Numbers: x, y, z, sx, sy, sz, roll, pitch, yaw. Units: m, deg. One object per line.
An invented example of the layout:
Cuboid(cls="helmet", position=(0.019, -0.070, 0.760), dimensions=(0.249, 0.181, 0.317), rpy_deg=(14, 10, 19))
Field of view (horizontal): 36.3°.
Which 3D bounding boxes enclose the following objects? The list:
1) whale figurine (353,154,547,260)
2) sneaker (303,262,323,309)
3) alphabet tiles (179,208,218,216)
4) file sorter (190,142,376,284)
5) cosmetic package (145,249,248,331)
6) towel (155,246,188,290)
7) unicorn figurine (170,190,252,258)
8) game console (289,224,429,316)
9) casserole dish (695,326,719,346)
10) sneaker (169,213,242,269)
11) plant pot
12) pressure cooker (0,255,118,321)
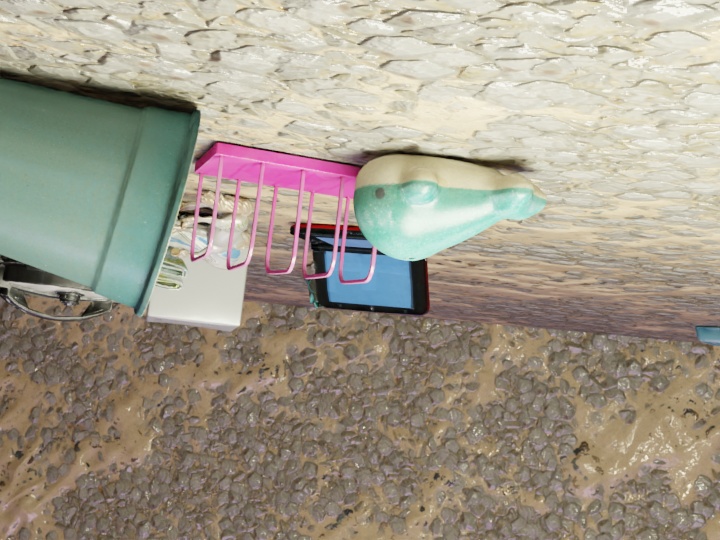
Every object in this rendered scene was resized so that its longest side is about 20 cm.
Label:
Cuboid(cls="whale figurine", position=(0.088, -0.061, 1.142), dimensions=(0.199, 0.104, 0.159), rpy_deg=(4, 173, 23))
Cuboid(cls="sneaker", position=(-0.088, 0.037, 2.327), dimensions=(0.077, 0.092, 0.200), rpy_deg=(7, 174, -4))
Cuboid(cls="alphabet tiles", position=(-0.290, -0.091, 1.731), dimensions=(0.167, 0.008, 0.200), rpy_deg=(2, 173, 35))
Cuboid(cls="file sorter", position=(-0.087, -0.057, 1.257), dimensions=(0.199, 0.126, 0.139), rpy_deg=(8, 174, -18))
Cuboid(cls="cosmetic package", position=(-0.297, 0.016, 1.993), dimensions=(0.167, 0.167, 0.200), rpy_deg=(7, 173, -10))
Cuboid(cls="towel", position=(-0.365, -0.043, 1.677), dimensions=(0.171, 0.048, 0.200), rpy_deg=(20, -165, -34))
Cuboid(cls="unicorn figurine", position=(-0.205, -0.060, 1.588), dimensions=(0.137, 0.074, 0.200), rpy_deg=(-3, 172, -23))
Cuboid(cls="game console", position=(0.000, 0.000, 1.753), dimensions=(0.199, 0.119, 0.172), rpy_deg=(4, 174, 20))
Cuboid(cls="casserole dish", position=(0.933, 0.173, 2.817), dimensions=(0.121, 0.039, 0.200), rpy_deg=(3, 174, 36))
Cuboid(cls="sneaker", position=(-0.273, -0.065, 1.691), dimensions=(0.199, 0.073, 0.072), rpy_deg=(22, -163, -23))
Cuboid(cls="plant pot", position=(-0.268, -0.079, 1.008), dimensions=(0.195, 0.201, 0.200), rpy_deg=(15, 172, -14))
Cuboid(cls="pressure cooker", position=(-0.388, -0.035, 1.434), dimensions=(0.175, 0.201, 0.179), rpy_deg=(4, 175, 10))
